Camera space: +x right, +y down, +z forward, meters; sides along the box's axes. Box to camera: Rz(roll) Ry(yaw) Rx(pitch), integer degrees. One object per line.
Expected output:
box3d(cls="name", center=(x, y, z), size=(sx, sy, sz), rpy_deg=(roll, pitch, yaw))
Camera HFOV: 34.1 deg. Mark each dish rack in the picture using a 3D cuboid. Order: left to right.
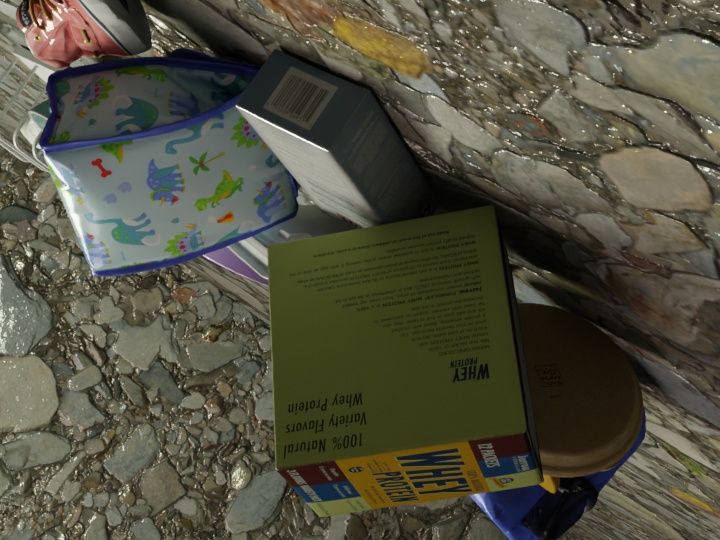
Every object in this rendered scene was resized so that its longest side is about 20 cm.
box3d(cls="dish rack", center=(-0.039, -0.037, 1.157), size=(0.171, 0.044, 0.200), rpy_deg=(-4, -163, -22))

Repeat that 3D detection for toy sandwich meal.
box3d(cls="toy sandwich meal", center=(0.159, 0.113, 1.082), size=(0.205, 0.205, 0.070), rpy_deg=(31, 142, 12))

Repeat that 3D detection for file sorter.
box3d(cls="file sorter", center=(-0.401, -0.193, 1.594), size=(0.200, 0.125, 0.139), rpy_deg=(26, 169, 36))

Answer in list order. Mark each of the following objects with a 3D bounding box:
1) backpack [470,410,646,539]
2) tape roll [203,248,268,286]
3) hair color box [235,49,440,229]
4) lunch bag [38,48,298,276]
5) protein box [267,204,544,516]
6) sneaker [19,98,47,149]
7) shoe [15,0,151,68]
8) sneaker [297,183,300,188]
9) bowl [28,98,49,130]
box3d(cls="backpack", center=(0.183, 0.160, 1.193), size=(0.168, 0.200, 0.163), rpy_deg=(50, 177, -42))
box3d(cls="tape roll", center=(-0.127, -0.046, 1.401), size=(0.200, 0.066, 0.200), rpy_deg=(26, -168, -6))
box3d(cls="hair color box", center=(-0.013, -0.094, 0.978), size=(0.099, 0.061, 0.200), rpy_deg=(29, 169, 28))
box3d(cls="lunch bag", center=(-0.163, -0.100, 1.046), size=(0.200, 0.128, 0.170), rpy_deg=(-8, 140, 2))
box3d(cls="protein box", center=(0.037, 0.079, 0.981), size=(0.198, 0.200, 0.135), rpy_deg=(-10, 151, 10))
box3d(cls="sneaker", center=(-0.486, -0.236, 1.857), size=(0.200, 0.077, 0.081), rpy_deg=(15, 152, 45))
box3d(cls="shoe", center=(-0.242, -0.219, 0.949), size=(0.200, 0.091, 0.072), rpy_deg=(57, -161, -76))
box3d(cls="sneaker", center=(-0.138, -0.150, 1.135), size=(0.200, 0.078, 0.091), rpy_deg=(29, 155, 7))
box3d(cls="bowl", center=(-0.279, -0.160, 1.384), size=(0.201, 0.105, 0.201), rpy_deg=(35, 169, 8))
